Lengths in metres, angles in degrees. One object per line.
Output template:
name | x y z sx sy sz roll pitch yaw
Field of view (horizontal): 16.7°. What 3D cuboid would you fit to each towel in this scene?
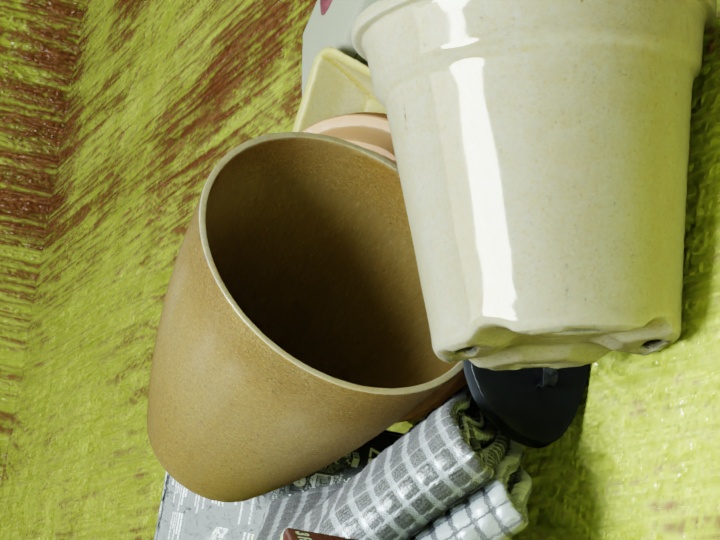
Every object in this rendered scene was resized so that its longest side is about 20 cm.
towel | 0.015 0.143 1.404 0.165 0.086 0.200 -39 2 7

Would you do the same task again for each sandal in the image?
sandal | 0.106 0.000 1.406 0.043 0.076 0.201 160 121 -71

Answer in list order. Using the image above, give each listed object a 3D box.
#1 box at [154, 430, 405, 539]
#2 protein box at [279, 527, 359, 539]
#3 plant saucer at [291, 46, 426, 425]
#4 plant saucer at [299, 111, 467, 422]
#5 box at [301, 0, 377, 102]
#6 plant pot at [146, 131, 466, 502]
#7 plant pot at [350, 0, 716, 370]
box | -0.050 0.194 1.614 0.086 0.163 0.201 24 -104 -72
protein box | 0.042 0.259 1.220 0.135 0.199 0.200 -125 49 -68
plant saucer | 0.031 -0.018 1.587 0.199 0.048 0.201 30 113 30
plant saucer | 0.000 0.000 1.564 0.199 0.032 0.202 6 99 36
box | 0.050 -0.182 1.633 0.109 0.127 0.200 -93 22 -44
plant pot | -0.052 0.050 1.486 0.200 0.186 0.187 -52 30 43
plant pot | 0.098 -0.047 1.311 0.200 0.199 0.185 148 121 -68
